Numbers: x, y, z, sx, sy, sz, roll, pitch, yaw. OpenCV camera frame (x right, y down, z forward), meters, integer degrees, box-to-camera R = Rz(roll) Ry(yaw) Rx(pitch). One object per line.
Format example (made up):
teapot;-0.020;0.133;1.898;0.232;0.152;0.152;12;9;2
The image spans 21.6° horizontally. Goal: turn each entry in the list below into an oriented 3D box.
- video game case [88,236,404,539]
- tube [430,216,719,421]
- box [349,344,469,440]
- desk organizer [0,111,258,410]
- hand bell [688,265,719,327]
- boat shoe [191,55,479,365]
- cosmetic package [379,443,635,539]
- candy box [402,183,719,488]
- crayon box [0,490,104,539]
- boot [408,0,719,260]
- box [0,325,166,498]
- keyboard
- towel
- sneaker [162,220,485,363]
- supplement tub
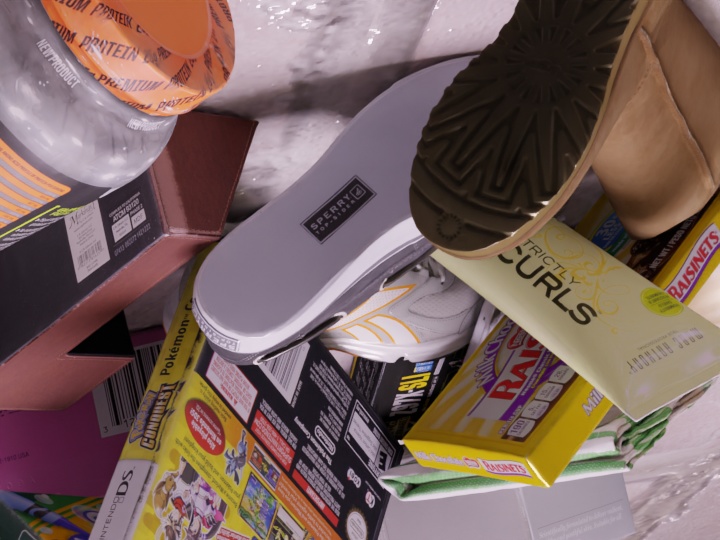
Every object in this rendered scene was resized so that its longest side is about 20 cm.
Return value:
video game case;-0.050;0.114;0.919;0.025;0.181;0.200;-2;144;29
tube;0.090;0.003;0.890;0.058;0.200;0.052;-52;140;2
box;0.080;0.044;1.162;0.159;0.049;0.200;-8;157;-9
desk organizer;-0.128;-0.001;0.901;0.077;0.072;0.200;5;151;-43
hand bell;0.115;0.038;1.015;0.200;0.104;0.104;-31;160;-13
boat shoe;0.007;-0.023;0.868;0.200;0.070;0.066;-41;166;-18
cosmetic package;0.060;0.146;1.181;0.107;0.090;0.200;-10;178;-44
candy box;0.113;0.023;0.937;0.200;0.026;0.102;-49;-157;-23
crayon box;-0.093;0.173;1.004;0.200;0.126;0.052;13;104;-48
boot;0.109;-0.054;0.838;0.175;0.066;0.200;-57;153;-5
box;-0.152;0.124;1.141;0.175;0.097;0.200;-14;157;-2
keyboard;0.077;0.037;1.040;0.056;0.011;0.200;-40;163;-24
towel;0.114;0.079;1.040;0.152;0.023;0.200;-14;-172;31
sneaker;0.000;0.000;0.985;0.199;0.076;0.092;-10;147;-22
supplement tub;-0.151;-0.064;0.673;0.200;0.123;0.122;-25;155;23
